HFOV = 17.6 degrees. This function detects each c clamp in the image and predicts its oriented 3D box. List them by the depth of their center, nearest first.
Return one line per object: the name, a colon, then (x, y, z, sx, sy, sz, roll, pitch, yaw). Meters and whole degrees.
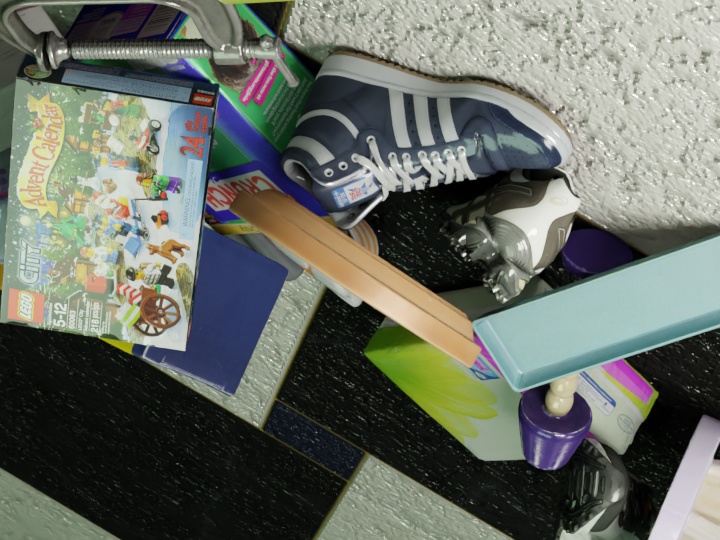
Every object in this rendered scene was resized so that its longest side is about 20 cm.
c clamp: (-0.148, -0.153, 1.512, 0.198, 0.027, 0.171, 3, 161, 6)

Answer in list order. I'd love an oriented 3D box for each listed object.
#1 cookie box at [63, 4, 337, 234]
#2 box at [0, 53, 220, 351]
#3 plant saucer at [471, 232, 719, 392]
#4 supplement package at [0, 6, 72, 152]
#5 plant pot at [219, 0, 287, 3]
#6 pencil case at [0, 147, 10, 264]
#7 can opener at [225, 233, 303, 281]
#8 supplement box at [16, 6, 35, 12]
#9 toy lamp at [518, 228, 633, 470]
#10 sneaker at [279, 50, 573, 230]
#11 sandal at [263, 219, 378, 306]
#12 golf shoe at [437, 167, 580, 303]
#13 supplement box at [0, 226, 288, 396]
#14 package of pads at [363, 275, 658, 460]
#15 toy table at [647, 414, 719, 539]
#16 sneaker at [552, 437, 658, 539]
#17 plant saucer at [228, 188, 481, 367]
cookie box: (-0.105, -0.117, 1.691, 0.200, 0.075, 0.171, 44, 153, -28)
box: (-0.176, -0.045, 1.615, 0.136, 0.038, 0.201, 8, 122, -1)
plant saucer: (0.178, 0.027, 1.592, 0.199, 0.019, 0.070, -20, 120, 25)
supplement package: (-0.312, -0.183, 1.661, 0.201, 0.119, 0.121, 55, 159, 11)
plant pot: (0.030, -0.226, 1.215, 0.199, 0.188, 0.187, 7, 151, 14)
pencil case: (-0.279, -0.103, 1.781, 0.083, 0.201, 0.091, -18, 150, -1)
can opener: (-0.122, -0.048, 1.858, 0.053, 0.067, 0.200, 5, 145, 47)
supplement box: (-0.241, -0.273, 1.506, 0.130, 0.104, 0.200, -4, 139, 48)
toy lamp: (0.151, 0.062, 1.673, 0.058, 0.058, 0.201, 24, 130, 15)
sneaker: (0.038, -0.075, 1.558, 0.199, 0.109, 0.070, 17, 154, 30)
sandal: (-0.022, -0.021, 1.816, 0.079, 0.059, 0.207, 37, 179, 9)
golf shoe: (0.111, -0.030, 1.610, 0.078, 0.094, 0.200, 49, 180, -8)
supplement box: (-0.173, 0.005, 1.791, 0.199, 0.110, 0.109, 23, 177, 43)
package of pads: (0.120, 0.082, 1.824, 0.154, 0.068, 0.199, 43, 153, -24)
toy table: (0.281, 0.193, 1.732, 0.116, 0.200, 0.185, 23, 118, 9)
sneaker: (0.192, 0.174, 1.772, 0.079, 0.075, 0.200, 7, 167, 4)
plant saucer: (0.000, 0.000, 1.595, 0.200, 0.032, 0.200, 33, -179, 0)
